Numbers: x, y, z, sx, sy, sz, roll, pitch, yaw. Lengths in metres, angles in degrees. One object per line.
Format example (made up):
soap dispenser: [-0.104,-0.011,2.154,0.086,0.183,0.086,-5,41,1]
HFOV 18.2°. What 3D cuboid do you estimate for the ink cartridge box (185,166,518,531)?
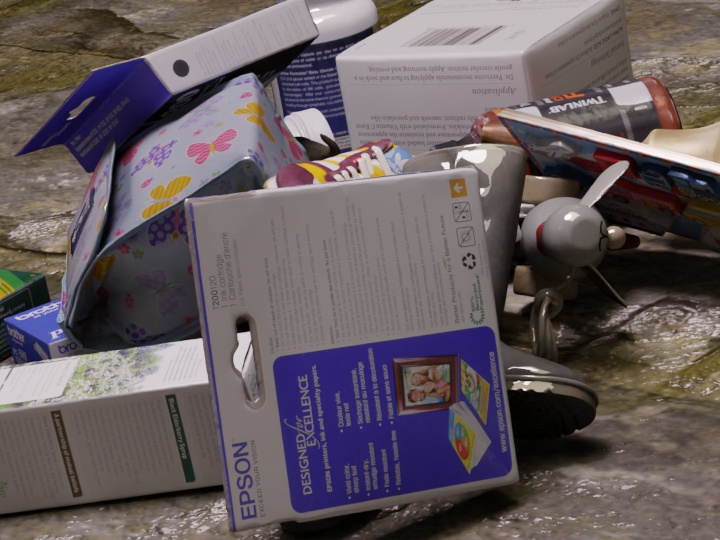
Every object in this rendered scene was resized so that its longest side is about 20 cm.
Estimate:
ink cartridge box: [-0.009,0.044,1.354,0.199,0.199,0.043,-7,-1,-28]

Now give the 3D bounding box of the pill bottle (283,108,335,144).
pill bottle: [-0.122,-0.077,1.948,0.199,0.109,0.109,-17,20,-16]

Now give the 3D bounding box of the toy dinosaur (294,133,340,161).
toy dinosaur: [-0.048,-0.062,1.835,0.077,0.200,0.102,-22,61,-3]

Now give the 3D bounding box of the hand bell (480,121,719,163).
hand bell: [0.192,-0.088,1.754,0.199,0.104,0.104,10,24,13]

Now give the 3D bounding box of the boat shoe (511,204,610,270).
boat shoe: [0.095,-0.025,1.762,0.200,0.072,0.066,9,48,19]

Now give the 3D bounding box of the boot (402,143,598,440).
boot: [0.090,0.010,1.504,0.181,0.073,0.200,1,57,28]

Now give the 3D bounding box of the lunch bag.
lunch bag: [-0.141,-0.037,1.683,0.200,0.127,0.170,-30,25,13]

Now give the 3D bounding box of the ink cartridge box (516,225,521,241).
ink cartridge box: [0.000,0.000,1.667,0.161,0.050,0.200,-27,8,-33]

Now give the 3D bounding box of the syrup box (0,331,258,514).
syrup box: [-0.160,0.103,1.511,0.199,0.082,0.079,-7,21,8]

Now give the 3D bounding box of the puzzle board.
puzzle board: [0.210,-0.058,1.670,0.200,0.151,0.017,19,74,35]

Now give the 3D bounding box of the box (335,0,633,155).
box: [0.118,-0.163,2.029,0.198,0.131,0.200,2,23,33]

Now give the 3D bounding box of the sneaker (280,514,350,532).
sneaker: [-0.014,0.066,1.427,0.076,0.091,0.200,-9,43,36]

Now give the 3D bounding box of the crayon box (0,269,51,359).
crayon box: [-0.366,0.041,1.838,0.199,0.052,0.126,3,24,35]

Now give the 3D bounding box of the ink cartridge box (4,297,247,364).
ink cartridge box: [-0.169,0.033,1.762,0.200,0.044,0.094,-21,21,-26]

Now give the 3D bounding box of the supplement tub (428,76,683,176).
supplement tub: [0.160,-0.089,1.839,0.199,0.107,0.107,-13,20,-7]

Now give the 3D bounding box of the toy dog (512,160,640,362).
toy dog: [0.167,-0.019,1.621,0.096,0.132,0.200,1,22,-4]

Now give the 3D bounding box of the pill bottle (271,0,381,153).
pill bottle: [-0.031,-0.194,2.091,0.111,0.201,0.111,-9,20,3]

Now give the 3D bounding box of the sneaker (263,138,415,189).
sneaker: [-0.005,-0.059,1.594,0.090,0.075,0.200,-32,0,11]

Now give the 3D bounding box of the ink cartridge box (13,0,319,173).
ink cartridge box: [-0.156,-0.138,1.793,0.200,0.044,0.198,-23,-6,-30]
